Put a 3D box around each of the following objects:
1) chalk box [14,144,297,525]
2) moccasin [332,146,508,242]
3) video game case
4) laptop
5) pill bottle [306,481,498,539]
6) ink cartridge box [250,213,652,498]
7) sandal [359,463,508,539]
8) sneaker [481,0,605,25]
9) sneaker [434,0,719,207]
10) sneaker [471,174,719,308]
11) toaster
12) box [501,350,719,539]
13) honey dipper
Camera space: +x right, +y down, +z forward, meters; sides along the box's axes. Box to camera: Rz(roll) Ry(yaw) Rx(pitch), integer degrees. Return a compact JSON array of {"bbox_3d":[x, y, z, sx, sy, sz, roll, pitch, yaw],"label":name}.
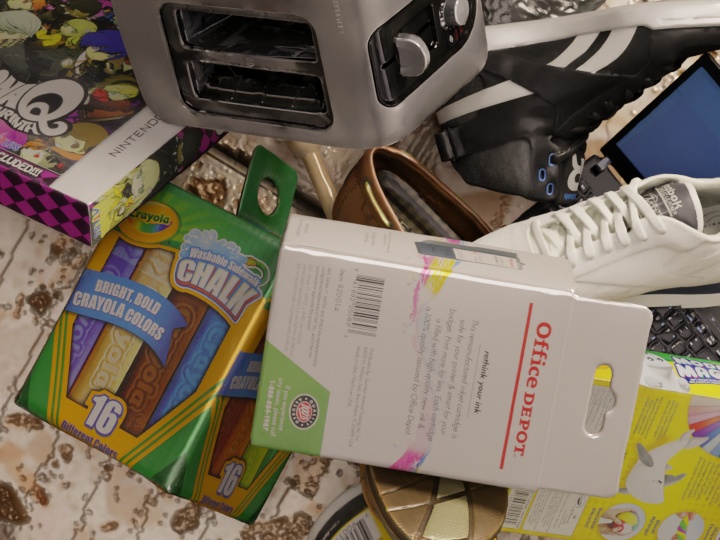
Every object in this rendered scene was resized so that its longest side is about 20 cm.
[{"bbox_3d":[-0.085,0.027,1.223,0.124,0.125,0.201,27,87,27],"label":"chalk box"},{"bbox_3d":[0.073,0.002,1.239,0.074,0.078,0.201,-35,77,-32],"label":"moccasin"},{"bbox_3d":[-0.182,-0.106,1.214,0.199,0.036,0.181,24,43,22],"label":"video game case"},{"bbox_3d":[0.182,0.007,1.248,0.200,0.103,0.177,-39,86,-2],"label":"laptop"},{"bbox_3d":[0.050,0.217,1.180,0.114,0.115,0.200,-28,44,-1],"label":"pill bottle"},{"bbox_3d":[0.049,0.047,1.119,0.199,0.067,0.118,10,105,0],"label":"ink cartridge box"},{"bbox_3d":[0.027,0.115,1.177,0.080,0.200,0.054,1,113,-18],"label":"sandal"},{"bbox_3d":[0.061,-0.174,1.288,0.199,0.060,0.105,12,86,-3],"label":"sneaker"},{"bbox_3d":[0.139,-0.096,1.215,0.199,0.073,0.113,-6,96,23],"label":"sneaker"},{"bbox_3d":[0.138,-0.016,1.168,0.199,0.081,0.077,-13,61,-9],"label":"sneaker"},{"bbox_3d":[-0.044,-0.177,1.128,0.199,0.119,0.182,10,128,29],"label":"toaster"},{"bbox_3d":[0.182,0.107,1.221,0.199,0.048,0.118,11,120,-16],"label":"box"},{"bbox_3d":[0.000,0.000,1.285,0.038,0.038,0.201,-22,84,-1],"label":"honey dipper"}]
